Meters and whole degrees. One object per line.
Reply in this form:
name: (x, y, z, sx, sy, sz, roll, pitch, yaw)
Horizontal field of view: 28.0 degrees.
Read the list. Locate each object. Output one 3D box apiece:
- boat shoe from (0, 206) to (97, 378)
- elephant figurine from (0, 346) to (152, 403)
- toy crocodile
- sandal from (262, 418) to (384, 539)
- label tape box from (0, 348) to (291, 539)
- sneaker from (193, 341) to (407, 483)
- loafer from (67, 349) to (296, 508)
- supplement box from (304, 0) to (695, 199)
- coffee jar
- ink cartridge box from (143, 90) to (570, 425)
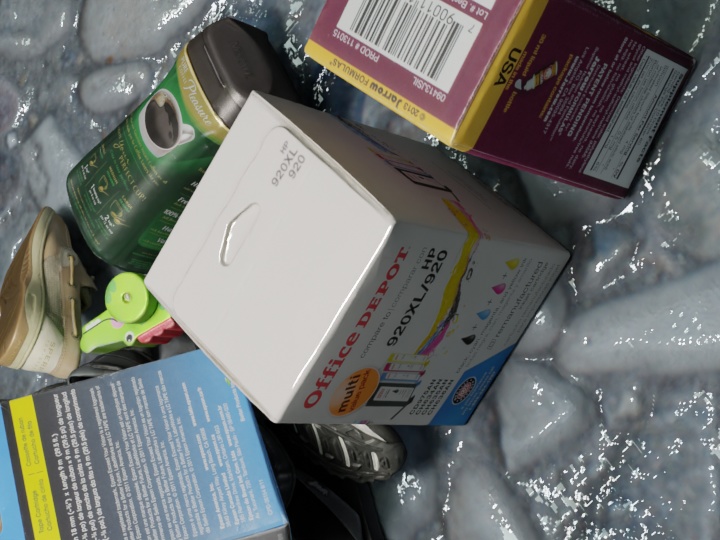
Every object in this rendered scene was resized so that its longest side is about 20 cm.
boat shoe: (-0.249, 0.019, 1.163, 0.072, 0.065, 0.200, -57, 22, 23)
elephant figurine: (-0.244, 0.150, 1.110, 0.141, 0.155, 0.201, 3, 100, 4)
toy crocodile: (-0.123, 0.014, 1.075, 0.200, 0.067, 0.062, -31, 74, 15)
sandal: (-0.022, 0.182, 1.008, 0.076, 0.043, 0.200, -44, 61, 25)
label tape box: (-0.158, 0.142, 0.929, 0.199, 0.063, 0.144, -14, 54, -9)
sneaker: (-0.035, 0.074, 1.008, 0.200, 0.079, 0.074, 34, 149, 38)
loafer: (-0.130, 0.117, 1.028, 0.200, 0.070, 0.068, 28, 111, 34)
supplement box: (0.088, -0.128, 0.862, 0.131, 0.200, 0.103, 36, 105, 34)
coffee jar: (-0.131, -0.094, 1.098, 0.200, 0.085, 0.104, -41, 59, 27)
ink cartridge box: (0.000, 0.000, 0.914, 0.145, 0.200, 0.147, 42, 110, 33)
